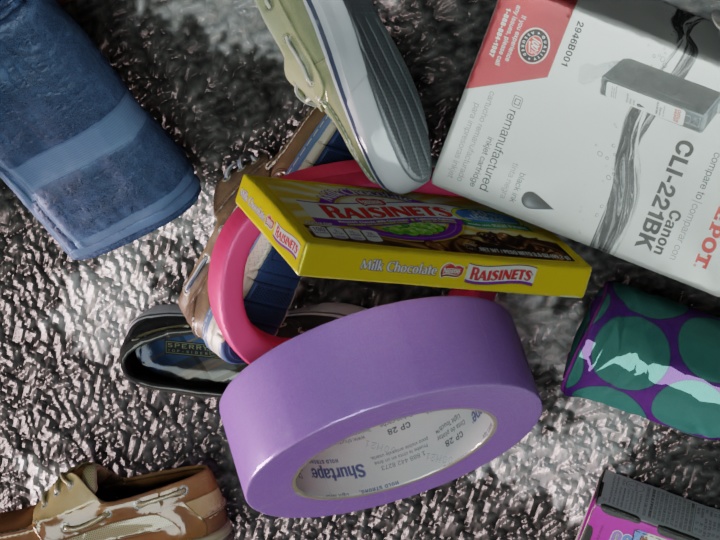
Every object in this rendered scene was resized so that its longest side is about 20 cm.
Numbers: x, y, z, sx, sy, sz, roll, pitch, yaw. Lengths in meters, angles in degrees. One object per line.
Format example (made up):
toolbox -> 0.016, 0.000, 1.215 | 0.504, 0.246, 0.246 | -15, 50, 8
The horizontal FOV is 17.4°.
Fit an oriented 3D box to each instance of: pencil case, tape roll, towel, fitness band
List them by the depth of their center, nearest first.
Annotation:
tape roll -> 0.013, 0.090, 1.519 | 0.200, 0.200, 0.066 | -28, 65, 21
fitness band -> 0.000, 0.000, 1.519 | 0.200, 0.037, 0.144 | -7, 119, -21
pencil case -> 0.233, 0.075, 1.523 | 0.200, 0.085, 0.092 | 20, 158, 5
towel -> -0.197, -0.094, 1.535 | 0.112, 0.049, 0.200 | -24, 128, 19

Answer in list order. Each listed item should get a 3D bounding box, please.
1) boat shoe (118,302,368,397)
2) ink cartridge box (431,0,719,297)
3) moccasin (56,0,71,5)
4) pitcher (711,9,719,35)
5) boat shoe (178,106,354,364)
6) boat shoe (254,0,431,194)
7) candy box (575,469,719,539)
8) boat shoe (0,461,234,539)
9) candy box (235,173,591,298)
boat shoe -> -0.069, 0.060, 1.596 | 0.200, 0.066, 0.070 | 7, 113, 10
ink cartridge box -> 0.164, -0.092, 1.470 | 0.200, 0.084, 0.144 | 21, 114, 3
moccasin -> -0.254, -0.190, 1.527 | 0.201, 0.078, 0.074 | -6, 110, 12
pitcher -> 0.322, -0.110, 1.335 | 0.200, 0.121, 0.172 | -23, 76, 9
boat shoe -> -0.060, -0.041, 1.543 | 0.072, 0.072, 0.200 | 35, 97, 32
boat shoe -> -0.016, -0.133, 1.484 | 0.062, 0.072, 0.200 | -29, 75, 24
candy box -> 0.234, 0.235, 1.602 | 0.200, 0.061, 0.137 | 21, 115, 5
boat shoe -> -0.190, 0.171, 1.672 | 0.200, 0.076, 0.074 | -6, 105, 6
candy box -> 0.033, -0.021, 1.438 | 0.200, 0.102, 0.026 | 5, 111, -29
